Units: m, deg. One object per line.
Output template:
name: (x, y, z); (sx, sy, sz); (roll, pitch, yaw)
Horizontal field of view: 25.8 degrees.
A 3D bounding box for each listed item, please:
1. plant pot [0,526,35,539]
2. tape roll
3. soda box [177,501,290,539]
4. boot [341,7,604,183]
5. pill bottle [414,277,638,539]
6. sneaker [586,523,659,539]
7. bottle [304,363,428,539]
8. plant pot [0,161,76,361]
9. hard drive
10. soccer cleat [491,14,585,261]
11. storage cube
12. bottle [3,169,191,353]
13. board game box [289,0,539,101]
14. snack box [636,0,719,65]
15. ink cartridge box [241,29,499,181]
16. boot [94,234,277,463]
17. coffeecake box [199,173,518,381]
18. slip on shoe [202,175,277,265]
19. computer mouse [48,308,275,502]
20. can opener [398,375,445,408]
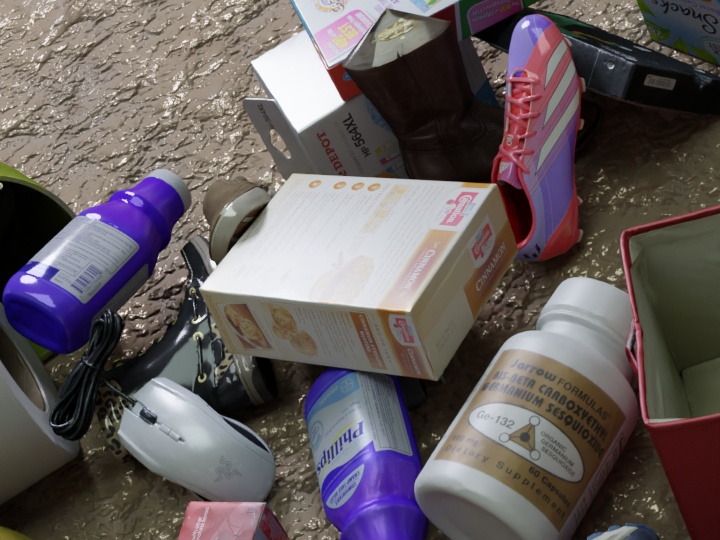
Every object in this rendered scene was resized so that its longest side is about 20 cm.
plant pot: (-0.321, 0.268, 1.211); (0.199, 0.142, 0.200); (-15, 45, 15)
tape roll: (-0.349, 0.109, 1.328); (0.139, 0.203, 0.203); (-33, 44, -2)
soda box: (-0.112, 0.270, 1.155); (0.070, 0.063, 0.200); (-3, 49, 24)
boot: (0.098, -0.156, 1.331); (0.186, 0.200, 0.064); (-25, 44, 5)
pill bottle: (0.135, 0.108, 1.135); (0.114, 0.114, 0.200); (16, 60, 37)
sneaker: (0.144, 0.259, 1.035); (0.085, 0.077, 0.200); (34, 79, 33)
bottle: (0.008, 0.158, 1.184); (0.084, 0.065, 0.200); (-49, 36, 30)
plant pot: (-0.370, -0.027, 1.490); (0.200, 0.201, 0.193); (-35, 31, -5)
hard drive: (0.201, -0.185, 1.360); (0.200, 0.139, 0.038); (33, 112, 42)
soccer cleat: (0.139, -0.107, 1.281); (0.076, 0.201, 0.067); (-9, 9, -36)
storage cube: (0.286, 0.070, 1.042); (0.199, 0.180, 0.171); (-13, 46, 16)
bottle: (-0.224, -0.014, 1.384); (0.083, 0.065, 0.200); (24, 49, 18)
board game box: (0.044, -0.247, 1.375); (0.200, 0.040, 0.153); (-27, 44, 2)
snack box: (0.313, -0.243, 1.320); (0.068, 0.169, 0.200); (-45, 46, -11)
ink cartridge box: (0.006, -0.152, 1.429); (0.200, 0.129, 0.125); (-32, 45, -2)
boot: (-0.165, 0.067, 1.365); (0.150, 0.073, 0.200); (-28, 49, 2)
coffeecake box: (0.000, 0.000, 1.244); (0.199, 0.073, 0.154); (5, 43, 34)
slip on shoe: (-0.111, -0.050, 1.366); (0.060, 0.200, 0.076); (32, 101, 2)
computer mouse: (-0.157, 0.123, 1.269); (0.200, 0.044, 0.110); (29, 85, 16)
can opener: (0.024, 0.026, 1.313); (0.066, 0.053, 0.200); (-27, 43, 5)
